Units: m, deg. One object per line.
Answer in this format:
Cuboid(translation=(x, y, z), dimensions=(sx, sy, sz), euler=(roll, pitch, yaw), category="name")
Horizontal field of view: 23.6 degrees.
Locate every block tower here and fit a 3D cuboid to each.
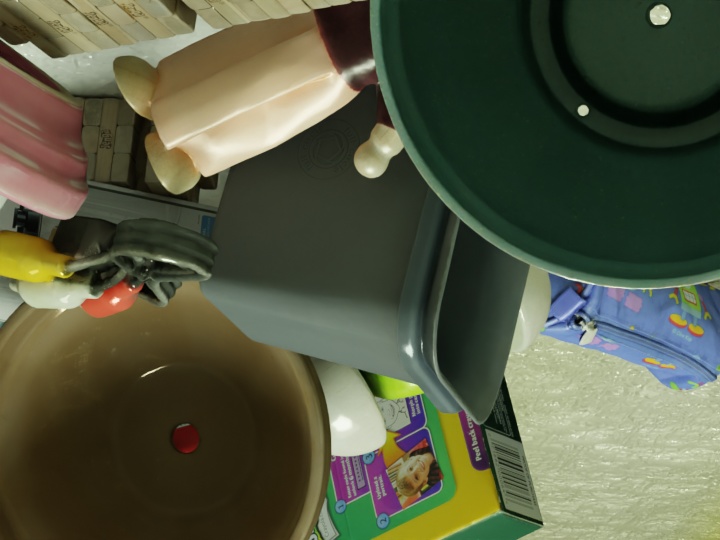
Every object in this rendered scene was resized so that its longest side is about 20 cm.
Cuboid(translation=(-0.074, -0.140, 0.749), dimensions=(0.199, 0.058, 0.054), euler=(-4, 159, 28), category="block tower")
Cuboid(translation=(-0.185, -0.068, 1.006), dimensions=(0.199, 0.054, 0.058), euler=(1, 160, 8), category="block tower")

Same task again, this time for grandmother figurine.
Cuboid(translation=(-0.010, -0.102, 0.785), dimensions=(0.199, 0.122, 0.061), euler=(-26, -178, 17), category="grandmother figurine")

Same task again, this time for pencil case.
Cuboid(translation=(0.177, 0.024, 1.147), dimensions=(0.078, 0.087, 0.200), euler=(-38, 141, 27), category="pencil case")

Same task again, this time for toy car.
Cuboid(translation=(0.000, 0.000, 1.020), dimensions=(0.175, 0.151, 0.200), euler=(-31, -152, -17), category="toy car")

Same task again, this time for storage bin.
Cuboid(translation=(0.013, -0.038, 0.859), dimensions=(0.134, 0.201, 0.146), euler=(9, 162, 21), category="storage bin")

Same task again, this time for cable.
Cuboid(translation=(-0.111, 0.006, 0.820), dimensions=(0.097, 0.051, 0.200), euler=(26, 171, -30), category="cable")

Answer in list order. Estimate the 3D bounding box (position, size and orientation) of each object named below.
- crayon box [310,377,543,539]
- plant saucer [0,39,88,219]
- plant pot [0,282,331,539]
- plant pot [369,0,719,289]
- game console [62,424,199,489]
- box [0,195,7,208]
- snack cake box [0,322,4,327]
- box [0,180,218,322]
Cuboid(translation=(0.021, 0.114, 1.195), dimensions=(0.172, 0.201, 0.058), euler=(-30, 146, 28), category="crayon box")
Cuboid(translation=(-0.205, -0.100, 0.802), dimensions=(0.200, 0.051, 0.201), euler=(35, -177, -2), category="plant saucer")
Cuboid(translation=(-0.108, 0.093, 0.947), dimensions=(0.200, 0.202, 0.093), euler=(0, 179, 11), category="plant pot")
Cuboid(translation=(0.115, -0.101, 0.678), dimensions=(0.199, 0.202, 0.134), euler=(0, -173, 13), category="plant pot")
Cuboid(translation=(-0.149, 0.115, 1.113), dimensions=(0.199, 0.119, 0.172), euler=(-13, -145, -31), category="game console")
Cuboid(translation=(-0.285, -0.067, 0.817), dimensions=(0.124, 0.098, 0.200), euler=(38, -176, 43), category="box")
Cuboid(translation=(-0.197, 0.022, 1.173), dimensions=(0.067, 0.116, 0.200), euler=(-2, 161, 16), category="snack cake box")
Cuboid(translation=(-0.181, -0.009, 0.998), dimensions=(0.199, 0.060, 0.117), euler=(11, 160, -19), category="box")
